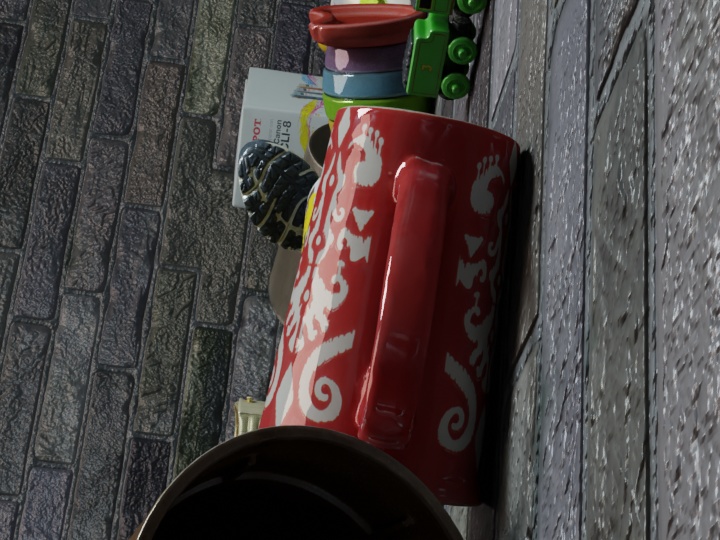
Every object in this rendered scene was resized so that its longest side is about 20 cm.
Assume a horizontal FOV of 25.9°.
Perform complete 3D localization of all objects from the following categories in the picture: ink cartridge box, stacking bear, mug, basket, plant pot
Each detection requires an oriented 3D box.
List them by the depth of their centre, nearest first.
[{"bbox_3d":[-0.066,0.202,0.796,0.198,0.198,0.203,-34,45,53],"label":"plant pot"},{"bbox_3d":[0.031,0.020,0.857,0.177,0.132,0.203,4,82,61],"label":"mug"},{"bbox_3d":[0.013,-0.145,1.494,0.122,0.112,0.203,-95,2,-72],"label":"stacking bear"},{"bbox_3d":[-0.021,-0.049,1.725,0.181,0.134,0.202,-88,9,-50],"label":"basket"},{"bbox_3d":[-0.062,-0.162,2.034,0.145,0.197,0.147,-89,7,-63],"label":"ink cartridge box"}]

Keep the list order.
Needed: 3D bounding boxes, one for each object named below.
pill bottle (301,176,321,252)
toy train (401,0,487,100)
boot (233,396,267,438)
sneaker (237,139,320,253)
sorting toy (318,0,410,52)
[{"bbox_3d":[0.000,0.000,1.382,0.201,0.108,0.110,-87,5,-52],"label":"pill bottle"},{"bbox_3d":[0.066,-0.213,1.130,0.042,0.056,0.202,-87,5,-54],"label":"toy train"},{"bbox_3d":[-0.055,0.142,1.643,0.073,0.153,0.202,99,179,-58],"label":"boot"},{"bbox_3d":[-0.056,-0.055,1.513,0.077,0.200,0.086,-41,31,3],"label":"sneaker"},{"bbox_3d":[0.029,-0.238,1.729,0.201,0.105,0.181,101,156,-51],"label":"sorting toy"}]
